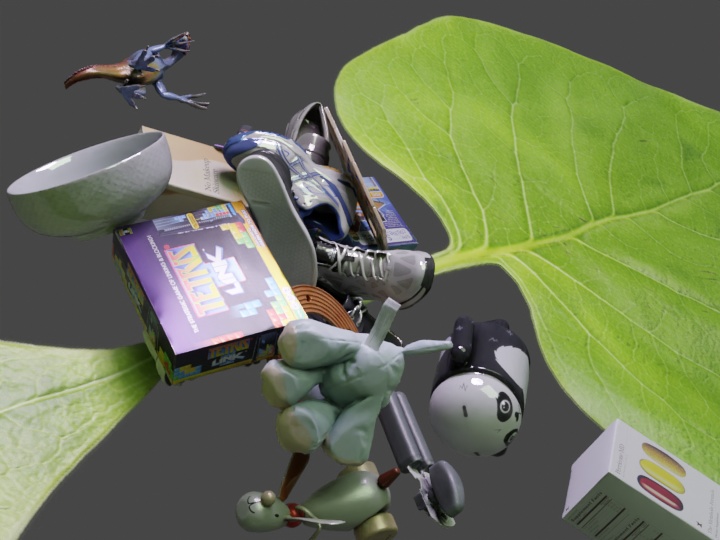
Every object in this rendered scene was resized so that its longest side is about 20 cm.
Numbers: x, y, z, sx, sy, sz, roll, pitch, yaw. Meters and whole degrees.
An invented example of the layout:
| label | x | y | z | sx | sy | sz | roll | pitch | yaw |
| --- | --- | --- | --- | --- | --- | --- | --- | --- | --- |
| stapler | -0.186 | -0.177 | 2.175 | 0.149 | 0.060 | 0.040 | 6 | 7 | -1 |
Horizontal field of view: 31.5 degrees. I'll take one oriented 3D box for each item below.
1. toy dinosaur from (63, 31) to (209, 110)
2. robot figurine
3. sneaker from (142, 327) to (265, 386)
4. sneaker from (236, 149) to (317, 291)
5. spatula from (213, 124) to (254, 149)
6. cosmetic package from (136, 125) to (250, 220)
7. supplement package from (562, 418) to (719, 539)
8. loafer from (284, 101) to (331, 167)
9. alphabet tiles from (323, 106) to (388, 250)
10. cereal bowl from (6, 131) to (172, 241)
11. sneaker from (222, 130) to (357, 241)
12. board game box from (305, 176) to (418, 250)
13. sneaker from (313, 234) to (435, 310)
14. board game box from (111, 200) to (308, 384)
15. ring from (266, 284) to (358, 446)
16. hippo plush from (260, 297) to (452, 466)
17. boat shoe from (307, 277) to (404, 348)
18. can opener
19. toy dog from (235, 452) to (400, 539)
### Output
| label | x | y | z | sx | sy | sz | roll | pitch | yaw |
| --- | --- | --- | --- | --- | --- | --- | --- | --- | --- |
| toy dinosaur | -0.301 | -0.300 | 1.806 | 0.197 | 0.106 | 0.182 | 13 | 20 | -9 |
| robot figurine | 0.157 | 0.148 | 1.647 | 0.149 | 0.125 | 0.201 | 31 | 36 | -7 |
| sneaker | -0.169 | 0.073 | 1.515 | 0.199 | 0.076 | 0.081 | -10 | 47 | -45 |
| sneaker | -0.098 | -0.063 | 1.589 | 0.099 | 0.070 | 0.202 | -86 | 158 | -68 |
| spatula | -0.166 | -0.182 | 1.782 | 0.056 | 0.021 | 0.200 | 15 | 18 | -3 |
| cosmetic package | -0.207 | -0.107 | 1.676 | 0.198 | 0.071 | 0.106 | 14 | 42 | -28 |
| supplement package | 0.378 | 0.310 | 1.662 | 0.199 | 0.110 | 0.114 | 33 | 36 | -5 |
| loafer | -0.076 | -0.161 | 1.783 | 0.069 | 0.070 | 0.201 | 20 | 40 | -22 |
| alphabet tiles | -0.005 | -0.116 | 1.722 | 0.007 | 0.167 | 0.202 | -24 | 74 | -3 |
| cereal bowl | -0.310 | -0.092 | 1.507 | 0.200 | 0.198 | 0.084 | -45 | 120 | -53 |
| sneaker | -0.089 | -0.109 | 1.652 | 0.198 | 0.075 | 0.089 | 24 | 48 | -21 |
| board game box | -0.027 | -0.070 | 1.811 | 0.198 | 0.035 | 0.136 | -6 | 53 | -42 |
| sneaker | 0.000 | 0.000 | 1.638 | 0.114 | 0.199 | 0.077 | 18 | 77 | -34 |
| board game box | -0.174 | 0.019 | 1.460 | 0.164 | 0.057 | 0.201 | -14 | 52 | -27 |
| ring | -0.052 | 0.117 | 1.543 | 0.200 | 0.019 | 0.203 | 32 | 48 | -43 |
| hippo plush | -0.026 | 0.106 | 1.428 | 0.159 | 0.201 | 0.161 | 36 | 2 | -7 |
| boat shoe | -0.022 | 0.061 | 1.648 | 0.198 | 0.063 | 0.073 | 28 | 37 | -12 |
| can opener | 0.074 | 0.224 | 1.550 | 0.052 | 0.066 | 0.201 | 30 | 25 | -48 |
| toy dog | -0.030 | 0.251 | 1.404 | 0.199 | 0.097 | 0.132 | -19 | 62 | -49 |
